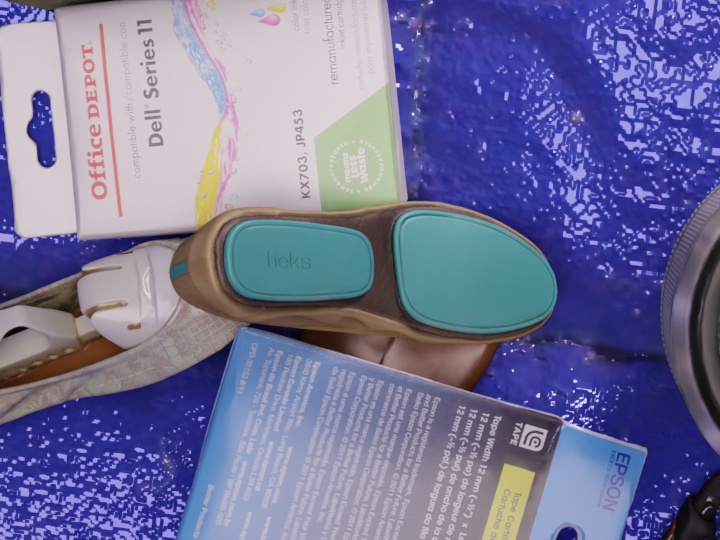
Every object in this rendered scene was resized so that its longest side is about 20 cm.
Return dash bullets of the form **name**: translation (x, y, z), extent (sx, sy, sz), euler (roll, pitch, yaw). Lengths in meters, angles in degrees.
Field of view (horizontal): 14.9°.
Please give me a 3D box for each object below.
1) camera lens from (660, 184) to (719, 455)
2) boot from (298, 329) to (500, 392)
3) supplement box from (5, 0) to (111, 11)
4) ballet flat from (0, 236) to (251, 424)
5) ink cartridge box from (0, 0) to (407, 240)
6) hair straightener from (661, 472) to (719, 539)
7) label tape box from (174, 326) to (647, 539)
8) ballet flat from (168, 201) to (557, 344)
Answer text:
- **camera lens**: translation (0.219, 0.022, 1.260), extent (0.160, 0.200, 0.160), euler (0, 93, 4)
- **boot**: translation (0.035, 0.100, 1.360), extent (0.188, 0.068, 0.200), euler (23, 86, 9)
- **supplement box**: translation (-0.077, -0.204, 1.270), extent (0.200, 0.200, 0.135), euler (-9, 93, 5)
- **ballet flat**: translation (-0.135, 0.029, 1.329), extent (0.200, 0.062, 0.068), euler (-24, 60, 18)
- **ink cartridge box**: translation (-0.082, -0.077, 1.343), extent (0.200, 0.067, 0.117), euler (-6, 93, 4)
- **hair straightener**: translation (0.149, 0.176, 1.328), extent (0.041, 0.077, 0.200), euler (39, 83, -17)
- **label tape box**: translation (0.019, 0.123, 1.292), extent (0.200, 0.066, 0.144), euler (16, 83, 6)
- **ballet flat**: translation (0.000, 0.000, 1.302), extent (0.200, 0.063, 0.069), euler (8, 77, -33)
